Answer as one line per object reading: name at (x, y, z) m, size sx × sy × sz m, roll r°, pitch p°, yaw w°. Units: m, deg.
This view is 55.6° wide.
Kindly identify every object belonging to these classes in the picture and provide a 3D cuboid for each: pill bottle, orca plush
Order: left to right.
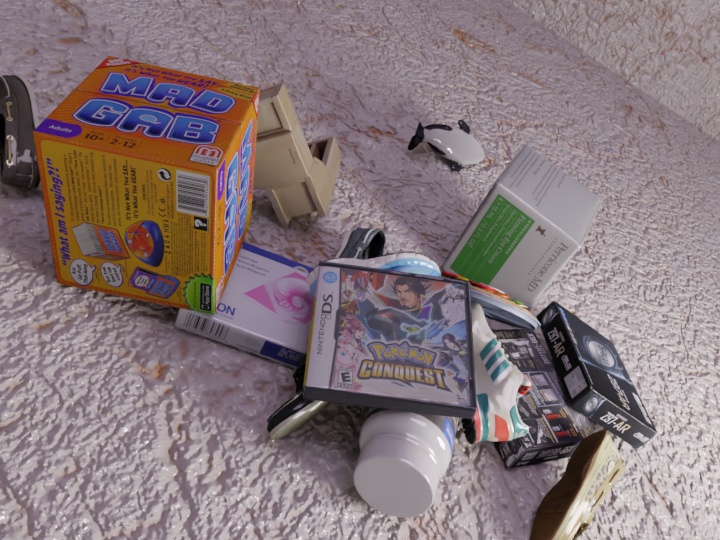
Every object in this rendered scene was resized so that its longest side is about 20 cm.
pill bottle at (0.061, 0.183, 0.823) m, size 0.112 × 0.115 × 0.202 m, roll 28°, pitch 37°, yaw -2°
orca plush at (0.174, -0.264, 1.463) m, size 0.196 × 0.070 × 0.109 m, roll -9°, pitch 96°, yaw -35°

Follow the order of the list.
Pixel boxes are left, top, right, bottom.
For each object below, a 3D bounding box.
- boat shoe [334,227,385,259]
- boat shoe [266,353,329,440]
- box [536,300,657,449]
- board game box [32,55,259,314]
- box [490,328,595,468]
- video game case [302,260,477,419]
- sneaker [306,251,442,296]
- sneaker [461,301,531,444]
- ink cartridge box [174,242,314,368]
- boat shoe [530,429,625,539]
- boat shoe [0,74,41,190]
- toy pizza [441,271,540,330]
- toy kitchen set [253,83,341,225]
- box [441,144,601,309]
boat shoe at (0.000, 0.000, 1.005) m, size 0.060 × 0.074 × 0.202 m, roll -13°, pitch 32°, yaw 18°
boat shoe at (-0.048, 0.126, 0.824) m, size 0.197 × 0.075 × 0.067 m, roll -33°, pitch 77°, yaw -35°
box at (0.367, 0.160, 1.075) m, size 0.158 × 0.044 × 0.202 m, roll 33°, pitch 28°, yaw -23°
board game box at (-0.242, -0.105, 0.825) m, size 0.194 × 0.204 × 0.202 m, roll 11°, pitch 39°, yaw -1°
box at (0.235, 0.179, 1.002) m, size 0.154 × 0.050 × 0.203 m, roll 2°, pitch 47°, yaw -34°
video game case at (0.037, 0.077, 0.806) m, size 0.193 × 0.026 × 0.184 m, roll 7°, pitch 50°, yaw -3°
sneaker at (0.024, 0.033, 0.924) m, size 0.194 × 0.078 × 0.092 m, roll -7°, pitch 71°, yaw -23°
sneaker at (0.181, 0.138, 0.931) m, size 0.090 × 0.071 × 0.204 m, roll 2°, pitch 55°, yaw -3°
ink cartridge box at (-0.134, 0.025, 0.925) m, size 0.192 × 0.044 × 0.203 m, roll 20°, pitch 40°, yaw -14°
boat shoe at (0.287, 0.293, 0.878) m, size 0.063 × 0.073 × 0.199 m, roll 48°, pitch 56°, yaw 0°
boat shoe at (-0.464, -0.191, 0.908) m, size 0.059 × 0.072 × 0.204 m, roll -2°, pitch 52°, yaw -42°
toy pizza at (0.180, 0.040, 1.032) m, size 0.195 × 0.033 × 0.200 m, roll 22°, pitch -6°, yaw 2°
toy kitchen set at (-0.147, -0.201, 1.074) m, size 0.158 × 0.203 × 0.183 m, roll -10°, pitch 37°, yaw 17°
box at (0.277, -0.063, 1.177) m, size 0.170 × 0.201 × 0.200 m, roll 36°, pitch 39°, yaw 7°
